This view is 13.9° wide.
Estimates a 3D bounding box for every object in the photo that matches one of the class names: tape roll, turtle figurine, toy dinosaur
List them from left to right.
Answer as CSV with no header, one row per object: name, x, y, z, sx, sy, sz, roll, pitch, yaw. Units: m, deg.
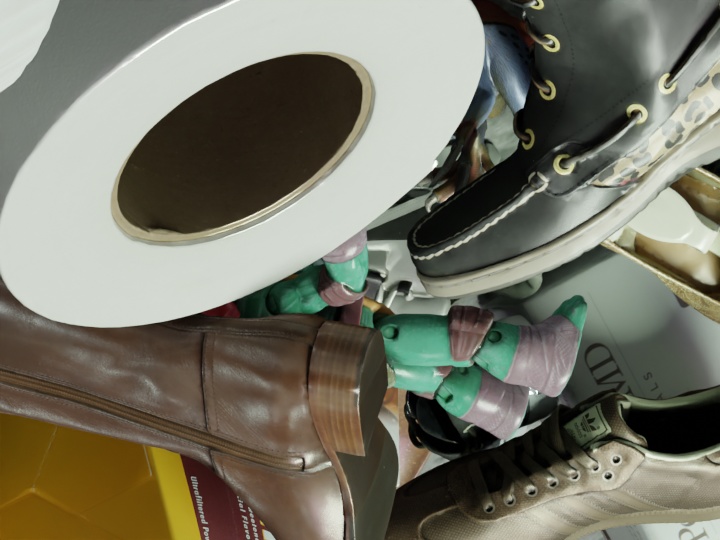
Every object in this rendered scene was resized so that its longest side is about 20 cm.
tape roll,-0.072,-0.094,1.106,0.202,0.139,0.203,-24,153,-13
turtle figurine,-0.010,0.014,1.290,0.199,0.101,0.150,20,172,-12
toy dinosaur,0.023,-0.099,1.303,0.105,0.200,0.182,-4,139,29

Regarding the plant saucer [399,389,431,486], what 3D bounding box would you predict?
plant saucer,-0.021,0.116,1.574,0.200,0.037,0.201,-46,162,-20

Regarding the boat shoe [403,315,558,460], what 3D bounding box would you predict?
boat shoe,0.050,0.064,1.469,0.056,0.069,0.200,-22,171,-11

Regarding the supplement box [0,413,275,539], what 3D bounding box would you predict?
supplement box,-0.115,0.126,1.401,0.197,0.133,0.200,-28,157,26

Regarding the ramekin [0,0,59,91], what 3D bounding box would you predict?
ramekin,-0.174,-0.123,0.905,0.094,0.202,0.203,-26,156,-37

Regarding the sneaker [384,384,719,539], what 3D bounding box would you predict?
sneaker,0.098,0.088,1.388,0.199,0.071,0.076,-14,135,-10

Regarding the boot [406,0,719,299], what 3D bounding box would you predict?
boot,0.074,-0.091,1.160,0.200,0.073,0.151,-31,113,17

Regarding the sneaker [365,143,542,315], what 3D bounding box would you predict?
sneaker,0.000,0.000,1.400,0.199,0.089,0.074,-15,151,-25

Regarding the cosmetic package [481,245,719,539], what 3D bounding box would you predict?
cosmetic package,0.194,0.042,1.525,0.200,0.165,0.165,-29,180,-5

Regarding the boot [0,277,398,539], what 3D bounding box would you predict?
boot,-0.088,0.068,1.230,0.199,0.064,0.187,10,133,12

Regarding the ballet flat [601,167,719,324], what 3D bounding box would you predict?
ballet flat,0.167,-0.011,1.393,0.199,0.065,0.071,24,99,-13

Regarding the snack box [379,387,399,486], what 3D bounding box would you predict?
snack box,-0.057,0.031,1.329,0.024,0.072,0.200,-29,134,33
